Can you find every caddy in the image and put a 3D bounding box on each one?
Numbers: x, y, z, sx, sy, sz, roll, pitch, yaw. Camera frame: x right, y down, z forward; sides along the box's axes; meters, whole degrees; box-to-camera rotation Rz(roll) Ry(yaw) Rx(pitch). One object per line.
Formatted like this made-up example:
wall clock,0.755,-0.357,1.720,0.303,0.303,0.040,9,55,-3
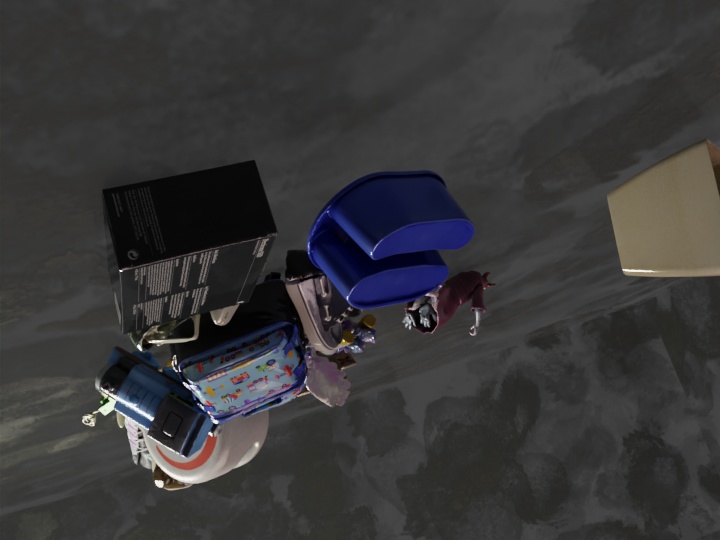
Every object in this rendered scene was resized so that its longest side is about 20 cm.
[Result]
caddy,0.032,-0.042,0.918,0.197,0.106,0.142,-7,139,-42

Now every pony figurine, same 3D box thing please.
pony figurine,-0.061,0.118,1.361,0.191,0.169,0.199,25,148,-24

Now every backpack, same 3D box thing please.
backpack,-0.152,0.128,1.109,0.179,0.136,0.202,-19,140,-5

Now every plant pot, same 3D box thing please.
plant pot,0.514,-0.078,1.315,0.175,0.204,0.199,-15,171,33

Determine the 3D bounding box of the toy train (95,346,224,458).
toy train,-0.287,0.182,1.151,0.088,0.198,0.114,-61,173,5

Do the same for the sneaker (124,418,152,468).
sneaker,-0.440,0.355,1.684,0.076,0.142,0.200,-14,166,-18

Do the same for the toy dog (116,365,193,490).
toy dog,-0.337,0.285,1.437,0.190,0.203,0.140,-20,166,-1

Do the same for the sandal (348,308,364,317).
sandal,0.001,0.000,1.105,0.058,0.080,0.201,-51,-177,-40

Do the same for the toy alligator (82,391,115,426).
toy alligator,-0.404,0.207,1.367,0.198,0.059,0.055,-30,-157,36

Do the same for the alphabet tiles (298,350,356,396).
alphabet tiles,-0.115,0.170,1.475,0.196,0.167,0.006,-15,124,-21

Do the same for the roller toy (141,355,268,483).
roller toy,-0.246,0.234,1.301,0.196,0.187,0.139,8,-175,26

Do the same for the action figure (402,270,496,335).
action figure,0.168,0.038,1.509,0.198,0.133,0.151,-27,128,-24

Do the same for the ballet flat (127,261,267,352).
ballet flat,-0.197,0.046,0.999,0.197,0.076,0.074,-23,166,9

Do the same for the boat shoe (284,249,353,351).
boat shoe,-0.031,0.044,1.070,0.091,0.076,0.201,-5,147,12

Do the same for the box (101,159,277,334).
box,-0.168,-0.016,0.776,0.138,0.080,0.200,-12,164,-20
